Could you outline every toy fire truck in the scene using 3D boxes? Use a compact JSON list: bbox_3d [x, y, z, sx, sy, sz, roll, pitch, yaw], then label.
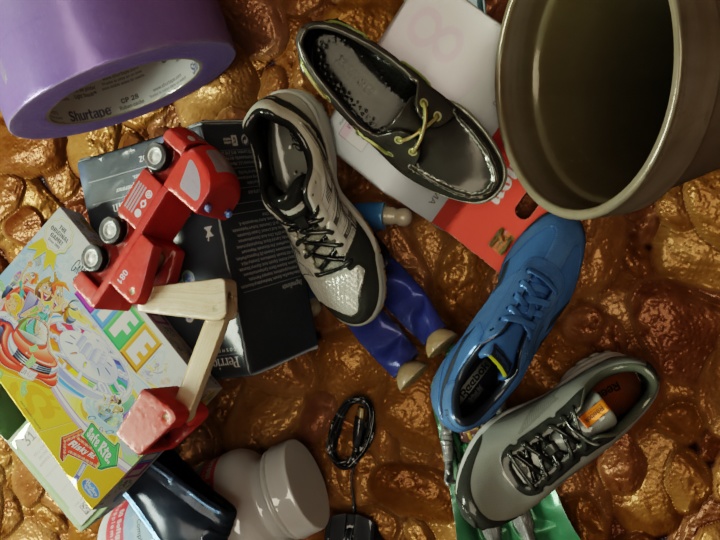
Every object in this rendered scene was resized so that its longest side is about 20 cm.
[{"bbox_3d":[-0.137,0.015,0.659,0.140,0.049,0.202,39,100,20],"label":"toy fire truck"}]

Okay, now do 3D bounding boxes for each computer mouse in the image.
[{"bbox_3d":[-0.008,0.217,0.823,0.057,0.034,0.205,1,96,14],"label":"computer mouse"}]

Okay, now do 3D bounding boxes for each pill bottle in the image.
[{"bbox_3d":[-0.131,0.231,0.814,0.197,0.109,0.111,-27,90,14],"label":"pill bottle"}]

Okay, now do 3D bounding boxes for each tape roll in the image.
[{"bbox_3d":[-0.208,-0.186,0.739,0.196,0.200,0.087,-22,92,14],"label":"tape roll"}]

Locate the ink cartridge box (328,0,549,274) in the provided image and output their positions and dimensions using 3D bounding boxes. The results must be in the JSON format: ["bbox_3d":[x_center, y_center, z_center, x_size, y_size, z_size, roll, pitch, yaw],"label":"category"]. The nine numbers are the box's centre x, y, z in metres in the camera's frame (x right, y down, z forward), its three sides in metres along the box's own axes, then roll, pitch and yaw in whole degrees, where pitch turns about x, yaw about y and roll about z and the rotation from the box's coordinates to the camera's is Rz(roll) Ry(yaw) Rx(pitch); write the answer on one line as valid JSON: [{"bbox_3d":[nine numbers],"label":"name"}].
[{"bbox_3d":[0.087,-0.117,0.739,0.199,0.057,0.164,39,103,11],"label":"ink cartridge box"}]

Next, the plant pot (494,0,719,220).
[{"bbox_3d":[0.219,-0.141,0.647,0.170,0.199,0.205,-4,97,-25],"label":"plant pot"}]

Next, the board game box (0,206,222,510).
[{"bbox_3d":[-0.222,0.068,0.727,0.135,0.034,0.200,-45,74,6],"label":"board game box"}]

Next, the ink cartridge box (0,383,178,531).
[{"bbox_3d":[-0.270,0.126,0.816,0.048,0.145,0.201,-42,86,13],"label":"ink cartridge box"}]

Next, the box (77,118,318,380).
[{"bbox_3d":[-0.139,-0.013,0.772,0.146,0.106,0.205,-10,94,31],"label":"box"}]

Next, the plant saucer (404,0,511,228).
[{"bbox_3d":[0.084,-0.143,0.769,0.068,0.019,0.205,-7,94,14],"label":"plant saucer"}]

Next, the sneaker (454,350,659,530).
[{"bbox_3d":[0.156,0.130,0.718,0.199,0.079,0.075,-37,85,-11],"label":"sneaker"}]

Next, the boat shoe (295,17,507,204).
[{"bbox_3d":[0.030,-0.121,0.699,0.200,0.061,0.072,39,103,3],"label":"boat shoe"}]

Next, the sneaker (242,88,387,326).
[{"bbox_3d":[-0.044,-0.043,0.720,0.074,0.088,0.204,-21,94,22],"label":"sneaker"}]

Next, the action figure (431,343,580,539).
[{"bbox_3d":[0.109,0.163,0.782,0.116,0.055,0.204,-18,88,17],"label":"action figure"}]

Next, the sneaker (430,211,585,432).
[{"bbox_3d":[0.127,0.043,0.719,0.065,0.078,0.202,33,89,-4],"label":"sneaker"}]

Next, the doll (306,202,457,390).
[{"bbox_3d":[0.000,0.000,0.784,0.200,0.048,0.137,47,111,14],"label":"doll"}]

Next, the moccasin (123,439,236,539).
[{"bbox_3d":[-0.172,0.155,0.761,0.200,0.080,0.068,44,100,17],"label":"moccasin"}]
